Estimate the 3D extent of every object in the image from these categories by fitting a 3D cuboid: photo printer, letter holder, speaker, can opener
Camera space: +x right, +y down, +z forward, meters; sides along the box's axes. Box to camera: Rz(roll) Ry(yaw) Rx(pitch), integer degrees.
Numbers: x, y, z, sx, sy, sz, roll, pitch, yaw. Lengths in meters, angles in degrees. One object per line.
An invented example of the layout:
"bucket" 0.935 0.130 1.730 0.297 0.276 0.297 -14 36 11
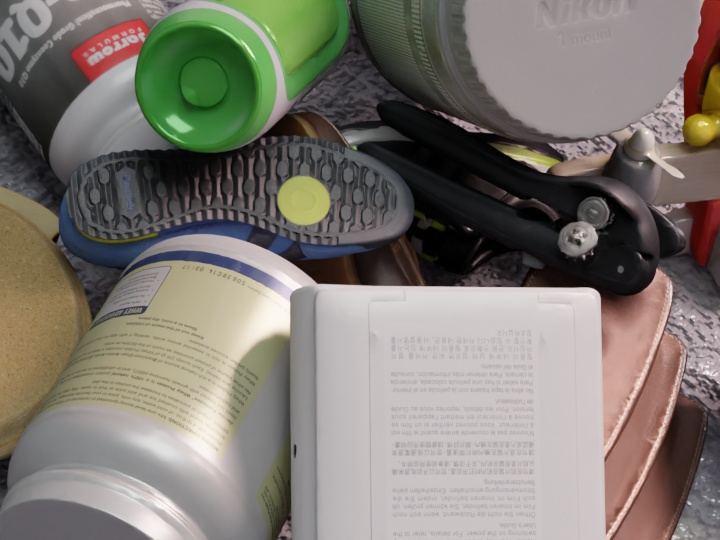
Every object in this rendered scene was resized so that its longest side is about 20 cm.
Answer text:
"photo printer" 0.046 0.109 1.445 0.166 0.069 0.201 0 83 -11
"letter holder" 0.127 0.094 1.586 0.142 0.101 0.200 27 49 5
"speaker" -0.064 -0.126 1.590 0.088 0.089 0.200 25 21 6
"can opener" 0.086 -0.040 1.595 0.200 0.079 0.064 22 87 19

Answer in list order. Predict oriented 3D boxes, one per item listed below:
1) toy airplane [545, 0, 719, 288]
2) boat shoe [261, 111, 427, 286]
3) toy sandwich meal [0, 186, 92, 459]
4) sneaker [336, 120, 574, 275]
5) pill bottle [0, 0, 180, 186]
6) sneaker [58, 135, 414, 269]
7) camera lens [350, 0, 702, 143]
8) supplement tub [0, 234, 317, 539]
"toy airplane" 0.232 -0.070 1.690 0.199 0.200 0.141 39 5 -33
"boat shoe" 0.000 0.000 1.634 0.070 0.070 0.200 -10 77 -40
"toy sandwich meal" -0.244 0.032 1.562 0.205 0.070 0.206 9 55 -13
"sneaker" 0.046 -0.039 1.695 0.199 0.072 0.083 -2 54 -16
"pill bottle" -0.157 -0.117 1.676 0.114 0.114 0.200 -22 59 -30
"sneaker" -0.071 -0.031 1.585 0.200 0.078 0.066 -2 68 -5
"camera lens" 0.092 -0.160 1.623 0.160 0.160 0.200 -3 12 -18
"supplement tub" -0.100 0.094 1.492 0.145 0.145 0.200 24 48 6
